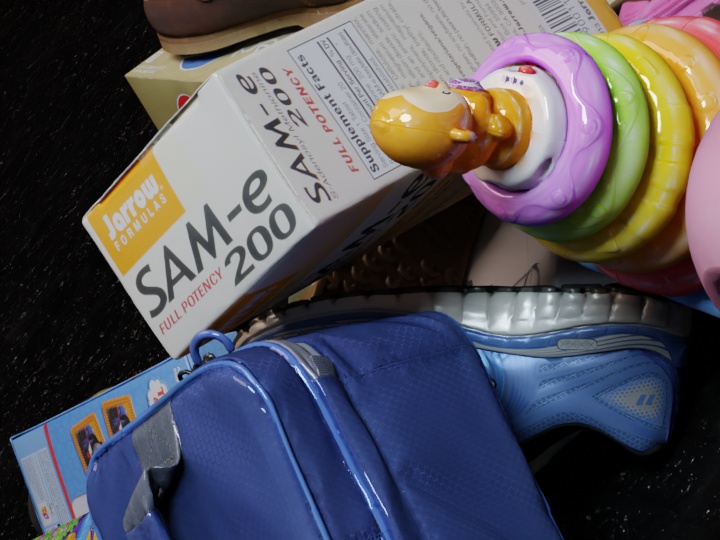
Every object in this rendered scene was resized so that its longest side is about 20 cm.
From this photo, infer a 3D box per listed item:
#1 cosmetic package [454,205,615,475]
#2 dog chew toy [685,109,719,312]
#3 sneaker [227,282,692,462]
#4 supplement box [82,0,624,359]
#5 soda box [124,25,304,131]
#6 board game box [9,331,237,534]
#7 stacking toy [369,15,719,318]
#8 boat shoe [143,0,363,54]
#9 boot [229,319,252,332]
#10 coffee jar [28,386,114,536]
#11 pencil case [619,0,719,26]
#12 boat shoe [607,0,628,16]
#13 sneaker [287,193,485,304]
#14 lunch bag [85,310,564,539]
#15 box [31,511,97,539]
[{"bbox_3d":[0.058,0.029,1.234,0.151,0.052,0.200,-44,22,25],"label":"cosmetic package"},{"bbox_3d":[0.203,-0.056,0.925,0.200,0.124,0.124,-52,18,-14],"label":"dog chew toy"},{"bbox_3d":[0.037,0.050,1.088,0.078,0.199,0.090,-2,-89,-69],"label":"sneaker"},{"bbox_3d":[0.001,-0.055,1.065,0.200,0.074,0.126,-30,-8,-39],"label":"supplement box"},{"bbox_3d":[-0.037,-0.083,1.266,0.068,0.064,0.200,-38,20,-19],"label":"soda box"},{"bbox_3d":[-0.097,0.129,1.314,0.036,0.152,0.200,-17,-6,-35],"label":"board game box"},{"bbox_3d":[0.075,-0.048,0.966,0.116,0.199,0.110,22,102,43],"label":"stacking toy"},{"bbox_3d":[-0.044,-0.149,1.239,0.070,0.071,0.199,-44,22,-32],"label":"boat shoe"},{"bbox_3d":[-0.008,-0.032,1.404,0.173,0.070,0.200,-24,-10,-11],"label":"boot"},{"bbox_3d":[-0.107,0.106,1.449,0.200,0.085,0.105,-24,35,57],"label":"coffee jar"},{"bbox_3d":[0.187,-0.123,1.093,0.200,0.093,0.091,-38,65,51],"label":"pencil case"},{"bbox_3d":[0.112,-0.133,1.207,0.200,0.074,0.066,-43,61,-14],"label":"boat shoe"},{"bbox_3d":[0.000,0.000,1.240,0.090,0.067,0.201,-31,23,44],"label":"sneaker"},{"bbox_3d":[-0.015,0.112,1.000,0.132,0.201,0.136,-14,-17,-44],"label":"lunch bag"},{"bbox_3d":[-0.125,0.227,1.171,0.200,0.122,0.193,-30,34,57],"label":"box"}]
